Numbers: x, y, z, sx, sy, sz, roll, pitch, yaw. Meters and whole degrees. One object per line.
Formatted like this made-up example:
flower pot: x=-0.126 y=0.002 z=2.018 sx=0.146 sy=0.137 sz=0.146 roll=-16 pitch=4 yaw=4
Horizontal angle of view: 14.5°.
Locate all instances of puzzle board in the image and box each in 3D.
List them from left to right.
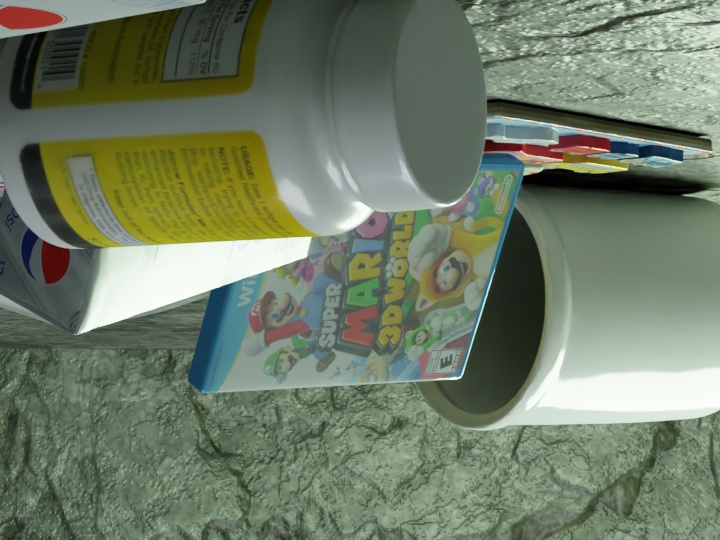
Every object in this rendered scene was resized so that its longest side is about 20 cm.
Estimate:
puzzle board: x=0.093 y=-0.075 z=1.705 sx=0.150 sy=0.018 sz=0.199 roll=-6 pitch=171 yaw=44

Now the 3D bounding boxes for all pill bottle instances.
pill bottle: x=-0.053 y=-0.070 z=1.255 sx=0.199 sy=0.115 sz=0.114 roll=-2 pitch=174 yaw=27

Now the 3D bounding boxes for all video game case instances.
video game case: x=0.000 y=0.000 z=1.632 sx=0.199 sy=0.144 sz=0.018 roll=-1 pitch=-154 yaw=-40

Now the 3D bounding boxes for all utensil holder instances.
utensil holder: x=0.154 y=0.023 z=1.948 sx=0.199 sy=0.171 sz=0.170 roll=1 pitch=175 yaw=-35

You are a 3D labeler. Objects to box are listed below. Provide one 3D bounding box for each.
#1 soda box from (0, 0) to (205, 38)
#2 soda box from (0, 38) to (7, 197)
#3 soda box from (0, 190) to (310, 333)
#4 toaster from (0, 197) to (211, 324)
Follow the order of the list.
soda box: x=-0.146 y=-0.119 z=1.001 sx=0.199 sy=0.069 sz=0.063 roll=-5 pitch=172 yaw=39
soda box: x=-0.197 y=-0.079 z=1.426 sx=0.068 sy=0.064 sz=0.200 roll=0 pitch=175 yaw=11
soda box: x=-0.098 y=-0.030 z=1.442 sx=0.063 sy=0.069 sz=0.200 roll=28 pitch=-154 yaw=27
toaster: x=-0.148 y=-0.037 z=1.596 sx=0.199 sy=0.115 sz=0.129 roll=-11 pitch=168 yaw=30
